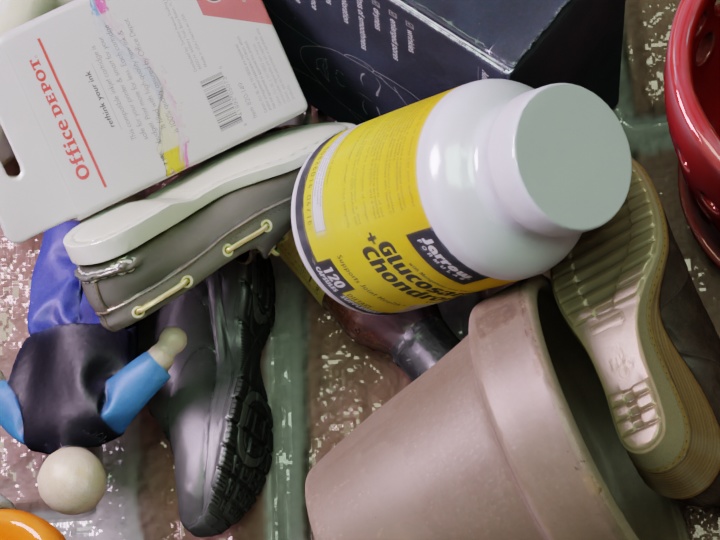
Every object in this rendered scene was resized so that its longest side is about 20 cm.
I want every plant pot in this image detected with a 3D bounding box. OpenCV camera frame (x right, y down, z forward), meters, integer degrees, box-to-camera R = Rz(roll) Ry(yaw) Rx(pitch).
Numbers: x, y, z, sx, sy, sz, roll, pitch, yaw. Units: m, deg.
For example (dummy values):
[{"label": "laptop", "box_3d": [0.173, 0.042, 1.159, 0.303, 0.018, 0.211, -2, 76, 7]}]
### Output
[{"label": "plant pot", "box_3d": [0.068, 0.126, 1.670, 0.175, 0.200, 0.200, -26, 67, 13]}, {"label": "plant pot", "box_3d": [0.278, -0.085, 1.722, 0.200, 0.183, 0.201, -2, 68, 6]}]

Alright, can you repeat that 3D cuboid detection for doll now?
[{"label": "doll", "box_3d": [-0.160, 0.048, 1.741, 0.136, 0.048, 0.200, -8, 59, 23]}]

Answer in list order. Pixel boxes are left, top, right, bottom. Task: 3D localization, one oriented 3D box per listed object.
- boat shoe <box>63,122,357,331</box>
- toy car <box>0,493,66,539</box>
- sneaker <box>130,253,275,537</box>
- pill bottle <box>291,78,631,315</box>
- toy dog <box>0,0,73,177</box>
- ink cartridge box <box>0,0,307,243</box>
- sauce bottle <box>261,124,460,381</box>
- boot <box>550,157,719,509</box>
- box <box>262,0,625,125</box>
[{"label": "boat shoe", "box_3d": [-0.079, -0.030, 1.723, 0.202, 0.072, 0.060, -28, 109, -31]}, {"label": "toy car", "box_3d": [-0.239, 0.214, 1.673, 0.200, 0.150, 0.175, -38, 70, -9]}, {"label": "sneaker", "box_3d": [-0.100, 0.067, 1.770, 0.091, 0.076, 0.200, -6, 60, 14]}, {"label": "pill bottle", "box_3d": [0.057, -0.043, 1.646, 0.112, 0.200, 0.112, 8, 76, -33]}, {"label": "toy dog", "box_3d": [-0.216, -0.160, 1.792, 0.194, 0.140, 0.200, 40, 77, 9]}, {"label": "ink cartridge box", "box_3d": [-0.147, -0.104, 1.730, 0.200, 0.067, 0.117, -26, 98, -21]}, {"label": "sauce bottle", "box_3d": [0.000, 0.000, 1.783, 0.066, 0.066, 0.200, -38, 71, -9]}, {"label": "boot", "box_3d": [0.179, 0.045, 1.697, 0.072, 0.166, 0.200, -20, 63, 24]}, {"label": "box", "box_3d": [0.045, -0.157, 1.763, 0.197, 0.200, 0.124, 35, 70, 18]}]
